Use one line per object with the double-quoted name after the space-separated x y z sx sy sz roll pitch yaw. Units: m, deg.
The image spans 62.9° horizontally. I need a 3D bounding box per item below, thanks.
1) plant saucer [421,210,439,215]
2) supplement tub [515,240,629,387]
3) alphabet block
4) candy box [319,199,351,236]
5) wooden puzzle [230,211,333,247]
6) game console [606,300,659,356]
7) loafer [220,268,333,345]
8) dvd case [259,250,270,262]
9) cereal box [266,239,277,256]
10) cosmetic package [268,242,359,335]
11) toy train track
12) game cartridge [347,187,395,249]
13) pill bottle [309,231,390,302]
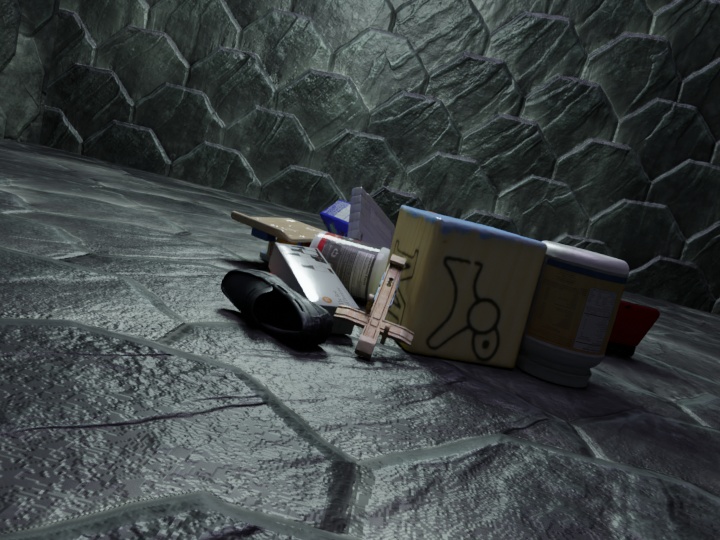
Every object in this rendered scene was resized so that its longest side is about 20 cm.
0.135 -0.015 1.145 0.037 0.203 0.199 -9 21 -36 "plant saucer"
0.325 0.066 0.930 0.143 0.203 0.145 13 9 -2 "supplement tub"
0.153 0.021 0.952 0.193 0.202 0.196 12 9 -15 "alphabet block"
0.004 -0.075 1.462 0.077 0.170 0.199 -38 33 -17 "candy box"
-0.155 -0.077 1.268 0.184 0.047 0.199 22 12 37 "wooden puzzle"
0.496 0.101 1.264 0.197 0.120 0.172 14 9 -4 "game console"
-0.125 0.043 0.801 0.199 0.069 0.070 24 3 33 "loafer"
-0.120 -0.006 1.306 0.141 0.018 0.199 8 9 -37 "dvd case"
-0.094 -0.032 1.315 0.198 0.040 0.144 15 9 9 "cereal box"
-0.077 0.023 0.916 0.082 0.051 0.200 5 26 -28 "cosmetic package"
0.033 0.039 0.837 0.113 0.033 0.201 20 43 4 "toy train track"
0.031 -0.076 1.276 0.038 0.131 0.200 -14 -33 24 "game cartridge"
0.000 0.000 1.145 0.198 0.112 0.111 16 9 13 "pill bottle"
